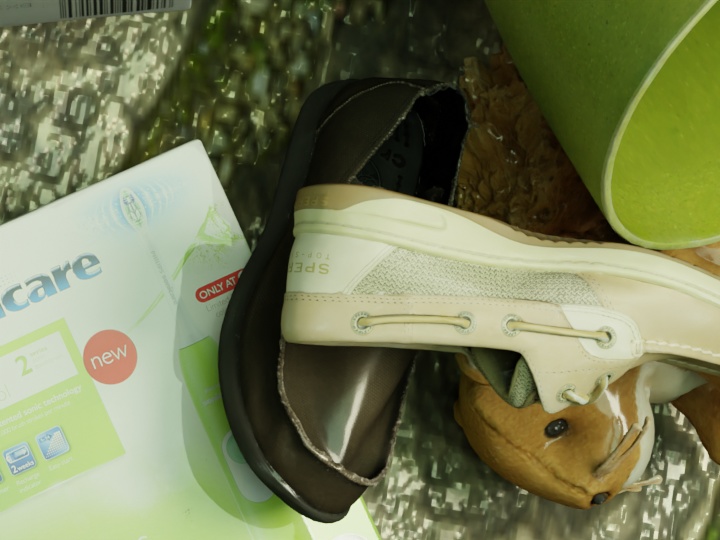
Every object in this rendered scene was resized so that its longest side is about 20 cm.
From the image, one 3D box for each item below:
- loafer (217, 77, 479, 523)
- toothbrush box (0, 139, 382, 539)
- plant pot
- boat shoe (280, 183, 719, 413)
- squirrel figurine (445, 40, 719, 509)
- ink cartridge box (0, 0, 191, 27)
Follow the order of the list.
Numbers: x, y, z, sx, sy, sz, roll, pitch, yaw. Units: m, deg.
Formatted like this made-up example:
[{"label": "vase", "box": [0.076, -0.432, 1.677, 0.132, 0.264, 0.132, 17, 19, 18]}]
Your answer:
[{"label": "loafer", "box": [0.000, 0.000, 1.080, 0.073, 0.071, 0.200, 33, 50, -33]}, {"label": "toothbrush box", "box": [-0.094, 0.071, 1.114, 0.145, 0.086, 0.200, -24, 90, -16]}, {"label": "plant pot", "box": [0.109, -0.143, 1.061, 0.187, 0.187, 0.200, -30, 61, -15]}, {"label": "boat shoe", "box": [0.064, 0.021, 1.041, 0.200, 0.072, 0.065, 14, 80, -23]}, {"label": "squirrel figurine", "box": [0.108, -0.003, 1.166, 0.186, 0.142, 0.200, -31, 79, -5]}, {"label": "ink cartridge box", "box": [-0.128, -0.196, 1.088, 0.109, 0.050, 0.200, -6, 78, -7]}]
